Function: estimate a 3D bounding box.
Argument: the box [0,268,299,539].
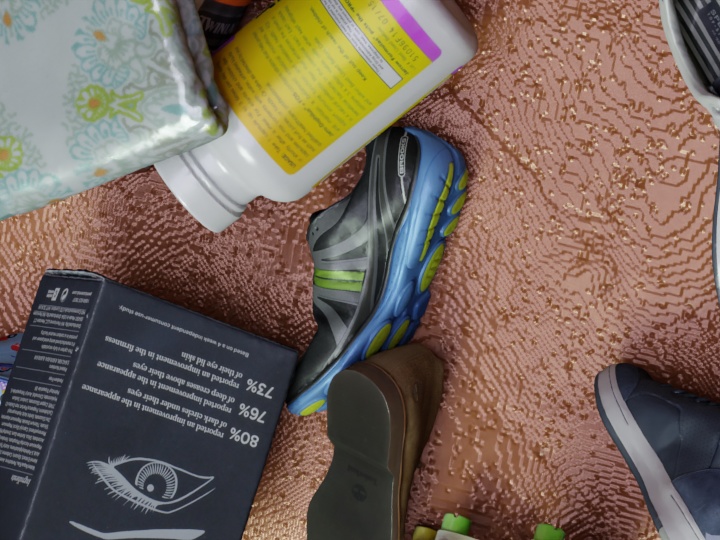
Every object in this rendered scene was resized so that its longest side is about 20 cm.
[{"bbox_3d":[-0.147,0.117,1.689,0.147,0.104,0.201,22,82,-27],"label":"box"}]

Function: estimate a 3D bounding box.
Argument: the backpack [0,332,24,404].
[{"bbox_3d":[-0.246,0.141,1.779,0.199,0.135,0.184,-20,95,18],"label":"backpack"}]

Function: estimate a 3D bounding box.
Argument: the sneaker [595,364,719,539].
[{"bbox_3d":[0.225,0.091,1.598,0.146,0.203,0.077,-34,122,6],"label":"sneaker"}]

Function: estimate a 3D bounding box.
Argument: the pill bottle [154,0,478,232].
[{"bbox_3d":[-0.033,-0.113,1.656,0.200,0.104,0.104,-39,87,10],"label":"pill bottle"}]

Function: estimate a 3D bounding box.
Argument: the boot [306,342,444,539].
[{"bbox_3d":[0.016,0.134,1.727,0.073,0.075,0.201,30,129,27],"label":"boot"}]

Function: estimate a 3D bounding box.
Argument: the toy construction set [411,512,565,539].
[{"bbox_3d":[0.082,0.191,1.656,0.130,0.200,0.093,17,89,6],"label":"toy construction set"}]

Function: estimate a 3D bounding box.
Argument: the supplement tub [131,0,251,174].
[{"bbox_3d":[-0.129,-0.167,1.693,0.107,0.107,0.201,35,110,9],"label":"supplement tub"}]

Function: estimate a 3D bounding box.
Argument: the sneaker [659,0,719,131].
[{"bbox_3d":[0.225,-0.086,1.538,0.073,0.071,0.201,-41,69,24],"label":"sneaker"}]

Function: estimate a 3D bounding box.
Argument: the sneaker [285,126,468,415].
[{"bbox_3d":[0.000,0.000,1.710,0.082,0.071,0.201,31,108,25],"label":"sneaker"}]

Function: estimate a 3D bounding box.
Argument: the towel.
[{"bbox_3d":[-0.180,-0.149,1.636,0.170,0.048,0.201,-20,85,28],"label":"towel"}]

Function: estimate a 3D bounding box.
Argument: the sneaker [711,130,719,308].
[{"bbox_3d":[0.284,-0.043,1.597,0.145,0.077,0.204,4,101,20],"label":"sneaker"}]
